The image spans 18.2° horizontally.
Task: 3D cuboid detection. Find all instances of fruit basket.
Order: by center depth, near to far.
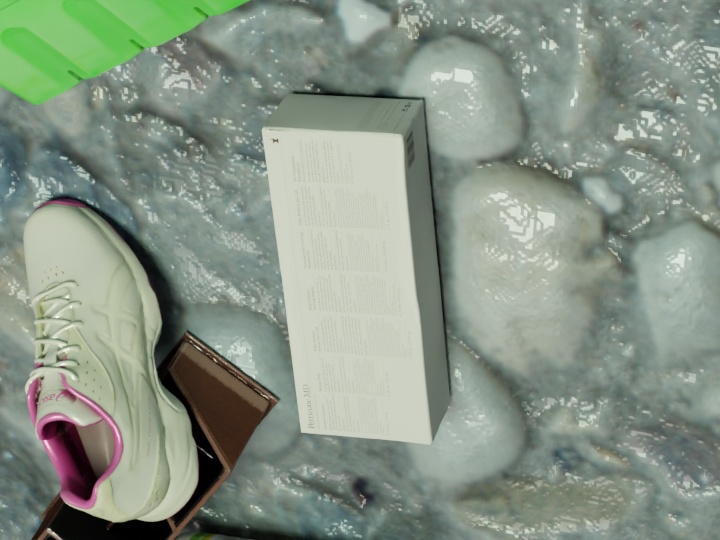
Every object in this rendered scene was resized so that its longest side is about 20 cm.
[{"bbox_3d":[-0.162,-0.212,1.152,0.215,0.156,0.216,5,137,5],"label":"fruit basket"}]

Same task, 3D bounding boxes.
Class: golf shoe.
[{"bbox_3d":[-0.159,0.051,1.302,0.075,0.091,0.201,-28,78,30],"label":"golf shoe"}]

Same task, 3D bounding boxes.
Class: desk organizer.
[{"bbox_3d":[-0.140,0.139,1.391,0.072,0.077,0.200,36,125,-5],"label":"desk organizer"}]

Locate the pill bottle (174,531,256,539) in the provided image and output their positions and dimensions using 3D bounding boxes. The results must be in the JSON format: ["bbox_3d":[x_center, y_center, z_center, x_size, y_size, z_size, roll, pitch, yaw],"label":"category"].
[{"bbox_3d":[-0.026,0.229,1.385,0.199,0.111,0.111,7,122,16],"label":"pill bottle"}]

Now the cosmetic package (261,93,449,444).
[{"bbox_3d":[0.000,0.000,1.271,0.082,0.051,0.201,4,121,16],"label":"cosmetic package"}]
